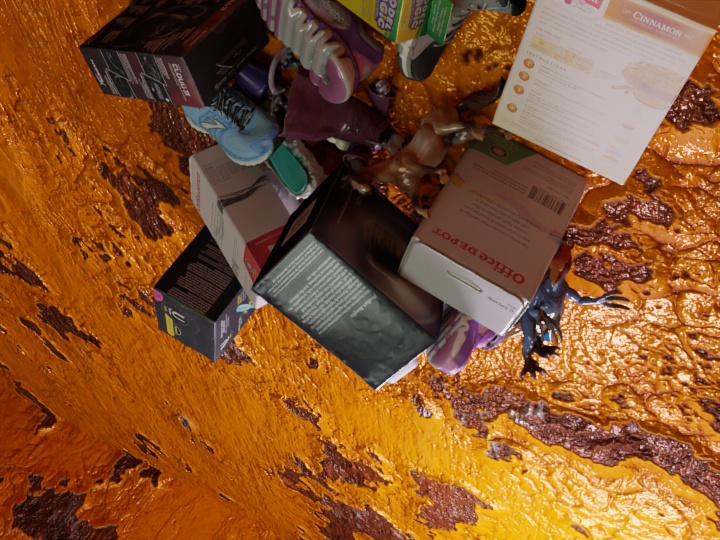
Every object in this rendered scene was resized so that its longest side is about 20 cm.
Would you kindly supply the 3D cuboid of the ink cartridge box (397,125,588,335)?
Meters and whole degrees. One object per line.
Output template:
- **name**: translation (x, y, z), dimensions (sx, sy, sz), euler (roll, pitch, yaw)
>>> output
- **ink cartridge box**: translation (0.154, -0.049, 0.907), dimensions (0.145, 0.200, 0.088), euler (29, 147, 6)

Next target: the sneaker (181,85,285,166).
- **sneaker**: translation (-0.179, -0.204, 1.022), dimensions (0.200, 0.079, 0.090), euler (29, 168, 30)

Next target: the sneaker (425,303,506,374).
- **sneaker**: translation (0.142, 0.067, 0.964), dimensions (0.088, 0.200, 0.080), euler (42, 122, -7)

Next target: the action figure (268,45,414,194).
- **action figure**: translation (-0.022, -0.185, 0.981), dimensions (0.199, 0.134, 0.149), euler (21, -170, -26)

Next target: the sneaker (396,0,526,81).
- **sneaker**: translation (0.106, -0.261, 0.796), dimensions (0.115, 0.075, 0.200), euler (24, 145, 12)

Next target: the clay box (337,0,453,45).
- **clay box**: translation (0.013, -0.308, 0.757), dimensions (0.200, 0.047, 0.115), euler (46, 144, 31)

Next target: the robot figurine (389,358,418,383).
- **robot figurine**: translation (0.017, 0.096, 1.297), dimensions (0.200, 0.113, 0.170), euler (53, 178, -27)

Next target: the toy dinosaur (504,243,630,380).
- **toy dinosaur**: translation (0.218, 0.043, 0.969), dimensions (0.199, 0.105, 0.182), euler (20, 126, 42)

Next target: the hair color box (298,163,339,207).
- **hair color box**: translation (-0.027, -0.048, 1.164), dimensions (0.061, 0.102, 0.200), euler (19, 145, 23)

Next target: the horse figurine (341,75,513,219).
- **horse figurine**: translation (0.087, -0.139, 0.893), dimensions (0.050, 0.200, 0.132), euler (48, 174, -36)

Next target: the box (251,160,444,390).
- **box**: translation (0.000, 0.000, 0.970), dimensions (0.198, 0.200, 0.123), euler (41, 120, -14)

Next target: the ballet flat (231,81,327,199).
- **ballet flat**: translation (-0.112, -0.179, 1.089), dimensions (0.200, 0.072, 0.072), euler (55, 151, 15)

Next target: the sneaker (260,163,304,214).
- **sneaker**: translation (-0.088, -0.076, 1.208), dimensions (0.115, 0.074, 0.200), euler (7, 137, 41)

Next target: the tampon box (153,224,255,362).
- **tampon box**: translation (-0.249, 0.025, 1.365), dimensions (0.126, 0.200, 0.150), euler (28, 147, 9)

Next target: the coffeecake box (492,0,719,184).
- **coffeecake box**: translation (0.233, -0.201, 0.758), dimensions (0.153, 0.073, 0.200), euler (28, 147, 10)

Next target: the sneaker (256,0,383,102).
- **sneaker**: translation (-0.045, -0.286, 0.886), dimensions (0.201, 0.088, 0.081), euler (55, 158, 9)

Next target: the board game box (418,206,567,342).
- **board game box**: translation (0.179, 0.006, 1.085), dimensions (0.199, 0.064, 0.148), euler (15, 143, 25)

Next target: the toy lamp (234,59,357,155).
- **toy lamp**: translation (-0.077, -0.212, 1.040), dimensions (0.199, 0.058, 0.058), euler (33, 148, -3)

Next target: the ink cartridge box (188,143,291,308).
- **ink cartridge box**: translation (-0.160, -0.068, 1.118), dimensions (0.201, 0.083, 0.147), euler (58, 160, 14)

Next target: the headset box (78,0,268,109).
- **headset box**: translation (-0.227, -0.285, 0.991), dimensions (0.199, 0.149, 0.077), euler (14, 143, 28)
